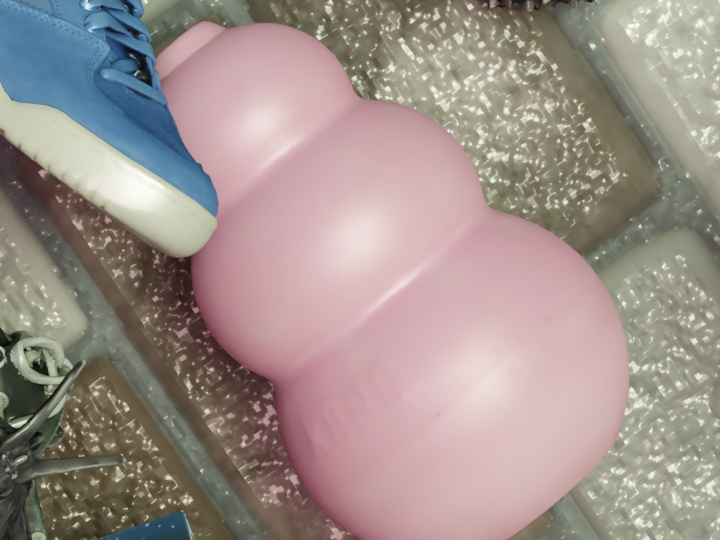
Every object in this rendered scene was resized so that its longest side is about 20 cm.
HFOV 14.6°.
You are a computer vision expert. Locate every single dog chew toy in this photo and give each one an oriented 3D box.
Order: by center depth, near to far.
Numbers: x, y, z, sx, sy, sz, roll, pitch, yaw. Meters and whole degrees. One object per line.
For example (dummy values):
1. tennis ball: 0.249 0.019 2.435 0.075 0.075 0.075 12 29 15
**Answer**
1. dog chew toy: 0.000 0.000 0.960 0.124 0.125 0.200 -39 93 2

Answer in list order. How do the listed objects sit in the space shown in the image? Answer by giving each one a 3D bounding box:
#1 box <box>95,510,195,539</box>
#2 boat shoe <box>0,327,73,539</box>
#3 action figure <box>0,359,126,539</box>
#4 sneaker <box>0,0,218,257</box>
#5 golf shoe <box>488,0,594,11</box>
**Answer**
1. box: -0.134 0.173 0.983 0.199 0.038 0.137 -19 130 -2
2. boat shoe: -0.132 0.048 0.978 0.068 0.074 0.200 -8 102 -10
3. action figure: -0.177 0.090 0.901 0.200 0.102 0.119 -21 106 9
4. sneaker: -0.090 -0.098 0.919 0.111 0.077 0.200 -48 56 1
5. golf shoe: 0.016 -0.148 0.937 0.200 0.073 0.092 22 77 -36
